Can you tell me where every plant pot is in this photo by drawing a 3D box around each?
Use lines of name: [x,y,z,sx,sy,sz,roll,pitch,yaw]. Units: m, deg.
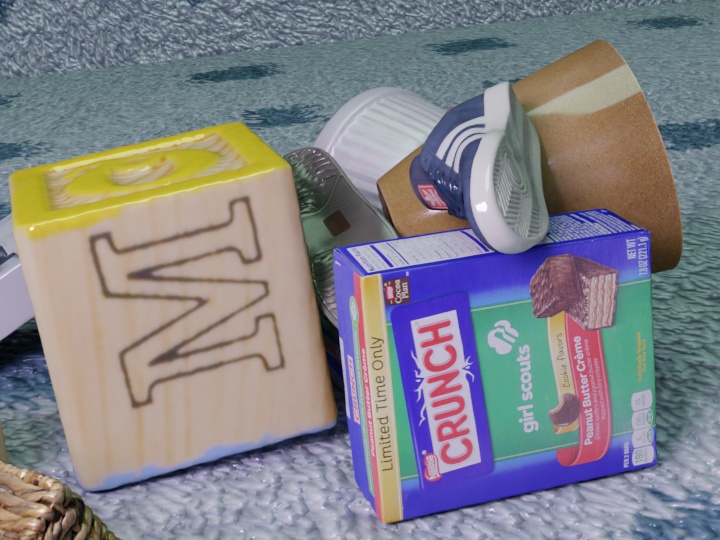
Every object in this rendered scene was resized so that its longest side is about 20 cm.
plant pot: [0.120,-0.059,0.982,0.199,0.187,0.186,-18,19,-2]

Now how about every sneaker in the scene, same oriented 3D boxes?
sneaker: [0.072,-0.056,0.837,0.084,0.075,0.200,-25,19,19]
sneaker: [0.000,0.000,0.976,0.075,0.106,0.200,-27,51,1]

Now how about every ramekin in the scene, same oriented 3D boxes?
ramekin: [0.044,-0.066,1.202,0.105,0.201,0.200,23,32,38]

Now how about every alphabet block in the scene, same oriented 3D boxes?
alphabet block: [-0.145,0.018,0.950,0.196,0.201,0.195,-14,20,-14]

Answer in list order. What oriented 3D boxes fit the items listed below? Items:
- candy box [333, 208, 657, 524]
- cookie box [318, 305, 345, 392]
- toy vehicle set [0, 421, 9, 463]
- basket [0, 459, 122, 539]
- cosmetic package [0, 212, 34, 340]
candy box: [0.091,0.059,0.842,0.199,0.170,0.077,-9,16,-12]
cookie box: [0.067,0.040,1.053,0.199,0.076,0.171,-12,21,-18]
toy vehicle set: [-0.349,0.109,0.867,0.199,0.125,0.027,-4,18,1]
basket: [-0.221,0.189,0.698,0.199,0.149,0.143,10,56,37]
cosmetic package: [-0.341,0.019,1.137,0.200,0.052,0.151,-37,25,-12]
